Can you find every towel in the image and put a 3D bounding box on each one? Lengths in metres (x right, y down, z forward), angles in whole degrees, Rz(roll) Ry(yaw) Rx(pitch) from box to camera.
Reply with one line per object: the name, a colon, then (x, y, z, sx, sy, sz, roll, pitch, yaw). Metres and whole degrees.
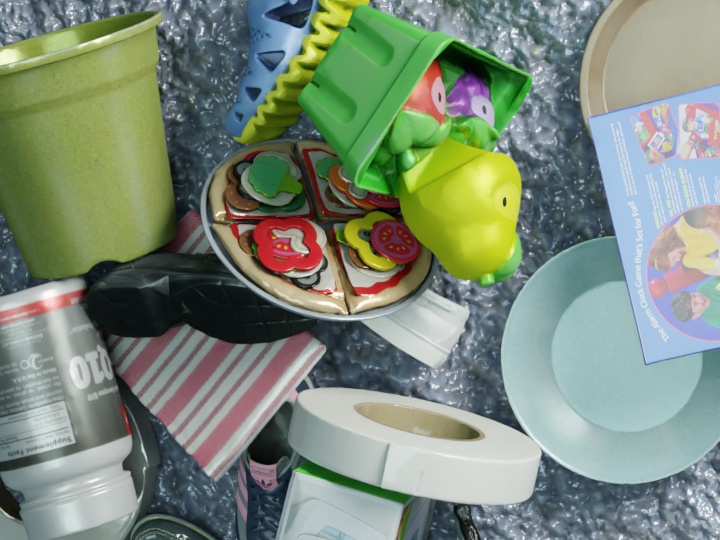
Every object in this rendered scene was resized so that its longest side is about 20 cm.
towel: (-0.128, 0.060, 1.729, 0.147, 0.030, 0.200, -50, 57, 8)

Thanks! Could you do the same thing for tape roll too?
tape roll: (-0.274, 0.168, 1.809, 0.201, 0.037, 0.204, 1, 95, 13)
tape roll: (0.042, 0.137, 1.640, 0.202, 0.203, 0.037, 14, 97, 11)

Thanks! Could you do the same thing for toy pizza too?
toy pizza: (-0.029, -0.041, 1.665, 0.199, 0.200, 0.032, 29, 134, 8)

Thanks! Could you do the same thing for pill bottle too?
pill bottle: (-0.255, 0.114, 1.723, 0.113, 0.114, 0.201, -16, 91, 13)

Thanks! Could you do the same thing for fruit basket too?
fruit basket: (0.070, -0.096, 1.625, 0.215, 0.216, 0.156, 36, 101, 7)

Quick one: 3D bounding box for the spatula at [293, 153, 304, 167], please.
spatula: (-0.103, -0.014, 1.763, 0.056, 0.021, 0.200, 35, 102, 5)

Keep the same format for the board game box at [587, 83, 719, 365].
board game box: (0.266, -0.039, 1.630, 0.134, 0.045, 0.201, -13, 89, 11)

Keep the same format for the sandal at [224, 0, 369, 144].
sandal: (-0.059, -0.198, 1.715, 0.087, 0.079, 0.201, 31, 93, 14)

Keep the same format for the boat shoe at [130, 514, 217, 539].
boat shoe: (-0.125, 0.291, 1.764, 0.073, 0.062, 0.200, -39, 93, 12)

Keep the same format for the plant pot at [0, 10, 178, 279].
plant pot: (-0.236, -0.099, 1.713, 0.199, 0.200, 0.185, -11, 104, 13)

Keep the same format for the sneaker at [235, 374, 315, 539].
sneaker: (-0.078, 0.181, 1.742, 0.070, 0.082, 0.201, 1, 95, 11)

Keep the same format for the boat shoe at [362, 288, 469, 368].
boat shoe: (0.000, 0.000, 1.716, 0.200, 0.072, 0.069, 35, 90, 6)

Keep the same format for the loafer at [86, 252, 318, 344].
loafer: (-0.122, 0.011, 1.684, 0.199, 0.072, 0.073, 5, 132, 18)

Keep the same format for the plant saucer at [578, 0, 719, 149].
plant saucer: (0.275, -0.148, 1.665, 0.199, 0.029, 0.201, 1, 94, 12)

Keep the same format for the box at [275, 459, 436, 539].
box: (-0.012, 0.239, 1.673, 0.096, 0.200, 0.178, 15, 97, 11)

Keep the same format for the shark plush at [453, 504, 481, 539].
shark plush: (0.096, 0.299, 1.725, 0.083, 0.091, 0.201, -14, 97, 43)

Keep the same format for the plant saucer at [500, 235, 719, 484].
plant saucer: (0.215, 0.071, 1.691, 0.200, 0.039, 0.202, 1, 94, 12)
